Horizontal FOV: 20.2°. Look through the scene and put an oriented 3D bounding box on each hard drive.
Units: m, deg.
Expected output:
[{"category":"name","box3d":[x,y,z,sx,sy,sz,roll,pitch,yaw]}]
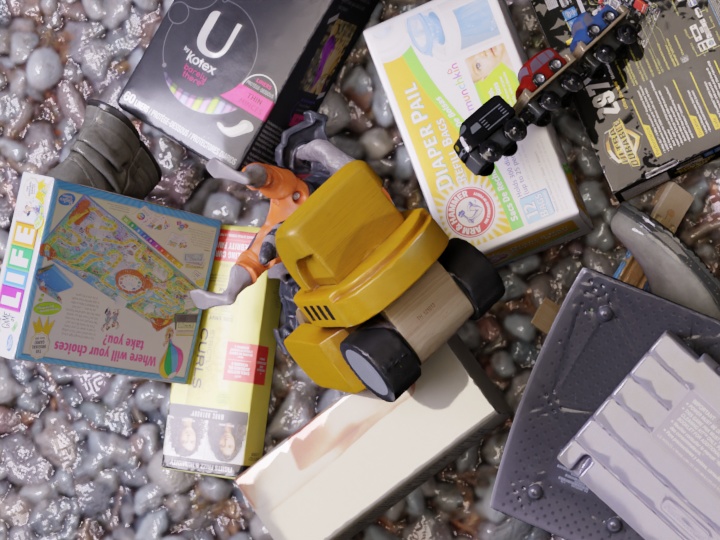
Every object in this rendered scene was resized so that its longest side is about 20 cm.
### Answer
[{"category":"hard drive","box3d":[0.187,0.107,1.507,0.134,0.042,0.202,21,106,6]}]

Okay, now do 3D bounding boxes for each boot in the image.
[{"category":"boot","box3d":[0.229,0.057,1.531,0.131,0.068,0.200,-43,92,6]},{"category":"boot","box3d":[-0.195,-0.031,1.615,0.067,0.201,0.131,18,59,28]}]

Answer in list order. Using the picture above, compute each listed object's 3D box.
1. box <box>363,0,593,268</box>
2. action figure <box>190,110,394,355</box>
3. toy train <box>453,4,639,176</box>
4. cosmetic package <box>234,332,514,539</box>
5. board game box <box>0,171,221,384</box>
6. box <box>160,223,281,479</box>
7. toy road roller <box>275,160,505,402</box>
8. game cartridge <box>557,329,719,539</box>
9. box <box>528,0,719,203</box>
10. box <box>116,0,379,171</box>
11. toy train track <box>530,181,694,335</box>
[{"category":"box","box3d":[0.093,-0.108,1.578,0.112,0.101,0.202,-23,80,9]},{"category":"action figure","box3d":[-0.041,-0.015,1.567,0.104,0.192,0.202,12,109,42]},{"category":"toy train","box3d":[0.139,-0.140,1.510,0.046,0.034,0.200,44,61,9]},{"category":"cosmetic package","box3d":[0.012,0.136,1.573,0.199,0.103,0.088,-37,78,6]},{"category":"board game box","box3d":[-0.192,0.009,1.538,0.034,0.199,0.136,12,88,35]},{"category":"box","box3d":[-0.108,0.065,1.635,0.074,0.050,0.202,7,85,15]},{"category":"toy road roller","box3d":[0.000,0.000,1.482,0.123,0.200,0.146,-42,103,-16]},{"category":"game cartridge","box3d":[0.256,0.153,1.448,0.200,0.038,0.130,43,98,10]},{"category":"box","box3d":[0.232,-0.178,1.579,0.159,0.049,0.202,-25,78,12]},{"category":"box","box3d":[-0.085,-0.183,1.626,0.122,0.106,0.201,30,91,15]},{"category":"toy train track","box3d":[0.196,0.022,1.570,0.114,0.032,0.201,33,83,-19]}]
